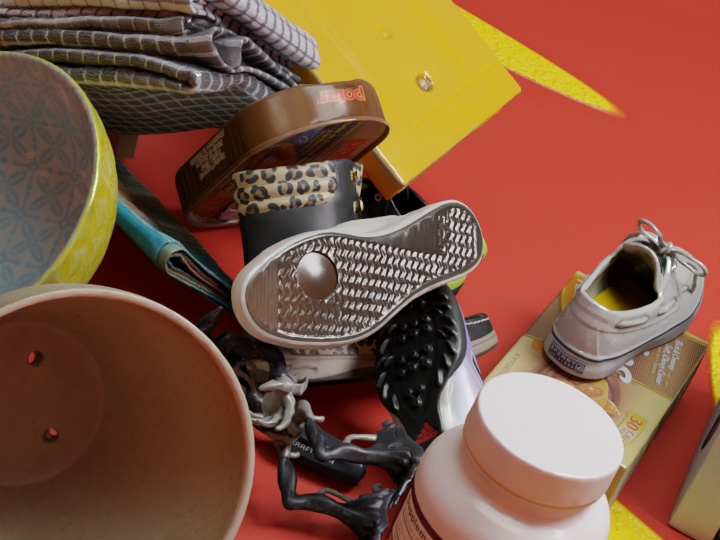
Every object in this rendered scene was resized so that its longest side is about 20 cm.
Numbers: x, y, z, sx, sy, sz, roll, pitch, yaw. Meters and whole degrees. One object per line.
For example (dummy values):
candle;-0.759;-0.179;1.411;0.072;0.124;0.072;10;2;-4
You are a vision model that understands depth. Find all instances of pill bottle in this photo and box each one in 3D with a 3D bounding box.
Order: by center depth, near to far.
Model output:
pill bottle;0.071;0.159;1.073;0.113;0.200;0.113;16;33;-11

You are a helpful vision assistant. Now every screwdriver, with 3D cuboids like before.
screwdriver;-0.085;0.086;1.240;0.200;0.029;0.028;29;33;2

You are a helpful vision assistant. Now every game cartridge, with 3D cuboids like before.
game cartridge;0.010;-0.171;1.434;0.200;0.032;0.176;51;46;0

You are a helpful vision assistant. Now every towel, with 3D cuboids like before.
towel;-0.148;-0.146;1.323;0.200;0.086;0.166;4;-11;25
towel;-0.157;-0.045;1.332;0.200;0.022;0.147;44;3;30

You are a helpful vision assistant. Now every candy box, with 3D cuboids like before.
candy box;0.163;0.085;1.367;0.115;0.055;0.200;30;33;12

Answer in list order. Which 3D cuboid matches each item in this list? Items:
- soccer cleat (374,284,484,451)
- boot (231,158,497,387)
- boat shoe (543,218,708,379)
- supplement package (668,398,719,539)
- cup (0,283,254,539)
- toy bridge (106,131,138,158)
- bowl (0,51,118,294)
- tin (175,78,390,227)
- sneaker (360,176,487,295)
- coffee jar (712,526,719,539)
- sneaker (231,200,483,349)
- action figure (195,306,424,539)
soccer cleat;0.060;0.100;1.239;0.073;0.068;0.200;33;38;-50
boot;0.000;0.000;1.313;0.200;0.073;0.151;-6;86;-28
boat shoe;0.203;0.004;1.377;0.075;0.086;0.202;36;34;21
supplement package;0.337;0.090;1.329;0.147;0.200;0.191;27;32;9
cup;-0.176;0.091;1.065;0.200;0.201;0.143;5;11;-24
toy bridge;-0.264;-0.115;1.429;0.200;0.027;0.067;1;35;-26
bowl;-0.233;-0.029;1.231;0.200;0.200;0.108;45;-3;32
tin;-0.057;-0.081;1.343;0.112;0.200;0.042;-5;73;-31
sneaker;0.004;-0.051;1.446;0.200;0.083;0.072;27;33;8
coffee jar;0.254;0.179;1.152;0.085;0.200;0.104;40;36;25
sneaker;-0.015;0.008;1.209;0.200;0.085;0.073;-16;92;-42
action figure;-0.065;0.100;1.163;0.200;0.119;0.102;27;28;-3
